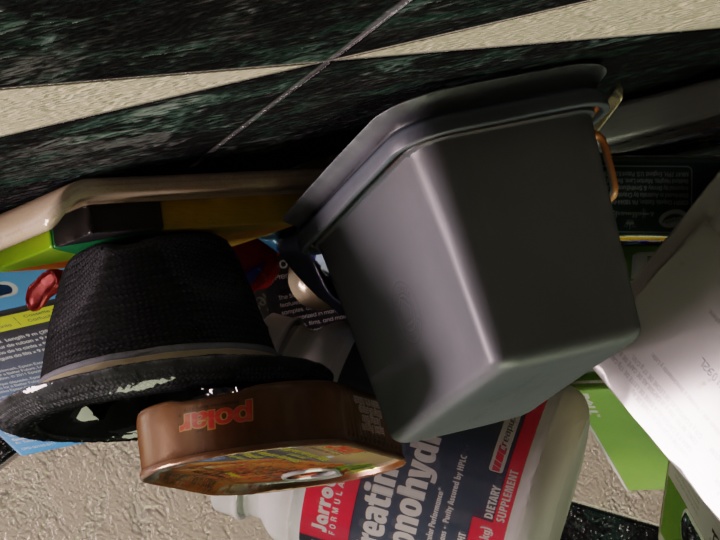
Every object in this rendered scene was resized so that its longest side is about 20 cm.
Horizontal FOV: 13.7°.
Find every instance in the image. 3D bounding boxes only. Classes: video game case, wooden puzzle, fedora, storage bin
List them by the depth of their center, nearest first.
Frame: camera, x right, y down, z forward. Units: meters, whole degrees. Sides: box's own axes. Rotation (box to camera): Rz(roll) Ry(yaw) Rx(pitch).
[{"bbox_3d":[0.065,-0.002,1.485,0.145,0.135,0.200,-12,168,-23],"label":"storage bin"},{"bbox_3d":[-0.108,0.032,1.557,0.200,0.092,0.201,-8,169,-1],"label":"fedora"},{"bbox_3d":[-0.113,-0.025,1.592,0.200,0.037,0.185,-10,176,-32],"label":"wooden puzzle"},{"bbox_3d":[0.234,-0.098,1.682,0.200,0.023,0.182,-14,176,24],"label":"video game case"}]

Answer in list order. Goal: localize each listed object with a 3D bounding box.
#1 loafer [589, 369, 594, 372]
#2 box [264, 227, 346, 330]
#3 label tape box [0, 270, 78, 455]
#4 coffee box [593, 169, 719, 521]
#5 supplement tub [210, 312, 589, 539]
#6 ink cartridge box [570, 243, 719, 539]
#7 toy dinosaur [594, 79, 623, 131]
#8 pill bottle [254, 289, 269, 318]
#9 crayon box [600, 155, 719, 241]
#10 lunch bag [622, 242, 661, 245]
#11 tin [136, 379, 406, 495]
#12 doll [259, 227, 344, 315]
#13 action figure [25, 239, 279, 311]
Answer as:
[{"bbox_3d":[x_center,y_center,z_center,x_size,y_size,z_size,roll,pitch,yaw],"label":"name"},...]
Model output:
[{"bbox_3d":[0.079,0.007,1.738,0.200,0.073,0.072,39,-169,39],"label":"loafer"},{"bbox_3d":[0.019,0.047,1.856,0.143,0.201,0.036,-11,179,-1],"label":"box"},{"bbox_3d":[-0.192,0.030,1.821,0.143,0.066,0.200,-13,142,21],"label":"label tape box"},{"bbox_3d":[0.286,0.036,1.620,0.198,0.200,0.200,-7,141,-48],"label":"coffee box"},{"bbox_3d":[0.025,0.111,1.760,0.199,0.141,0.140,16,180,9],"label":"supplement tub"},{"bbox_3d":[0.179,0.103,1.843,0.076,0.200,0.148,-2,149,21],"label":"ink cartridge box"},{"bbox_3d":[0.088,-0.039,1.608,0.047,0.088,0.200,-21,-177,-33],"label":"toy dinosaur"},{"bbox_3d":[-0.052,0.074,1.934,0.111,0.200,0.111,-49,165,-18],"label":"pill bottle"},{"bbox_3d":[0.172,-0.044,1.807,0.125,0.052,0.200,1,-178,7],"label":"crayon box"},{"bbox_3d":[0.108,-0.030,2.006,0.199,0.094,0.151,4,180,11],"label":"lunch bag"},{"bbox_3d":[-0.044,0.087,1.538,0.112,0.042,0.200,-7,170,15],"label":"tin"},{"bbox_3d":[0.000,0.000,1.691,0.136,0.049,0.200,36,165,-11],"label":"doll"},{"bbox_3d":[-0.108,0.004,1.728,0.200,0.065,0.052,-22,157,-47],"label":"action figure"}]
